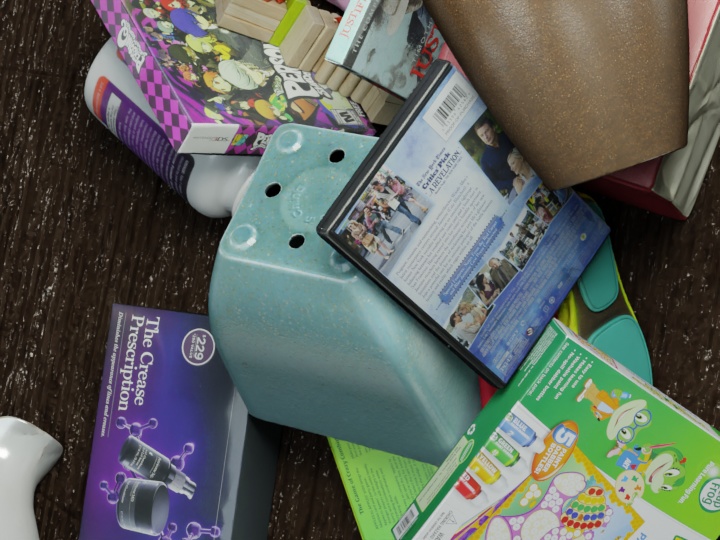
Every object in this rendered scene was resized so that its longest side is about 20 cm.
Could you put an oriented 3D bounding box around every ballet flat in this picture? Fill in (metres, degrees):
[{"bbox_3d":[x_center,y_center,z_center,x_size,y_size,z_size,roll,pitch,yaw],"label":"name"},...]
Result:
[{"bbox_3d":[0.170,0.033,1.243,0.067,0.067,0.200,8,119,57],"label":"ballet flat"}]

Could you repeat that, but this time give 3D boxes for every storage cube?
[{"bbox_3d":[0.174,-0.151,1.210,0.180,0.171,0.200,20,91,21],"label":"storage cube"}]

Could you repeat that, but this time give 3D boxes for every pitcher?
[{"bbox_3d":[-0.339,0.242,1.383,0.171,0.121,0.200,-27,41,34],"label":"pitcher"}]

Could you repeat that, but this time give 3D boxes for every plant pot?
[{"bbox_3d":[0.135,-0.160,1.056,0.187,0.187,0.200,-18,93,19],"label":"plant pot"},{"bbox_3d":[0.000,0.000,1.207,0.196,0.200,0.197,12,65,26],"label":"plant pot"}]

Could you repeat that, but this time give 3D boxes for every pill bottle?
[{"bbox_3d":[-0.124,-0.114,1.354,0.200,0.111,0.111,42,100,20],"label":"pill bottle"}]

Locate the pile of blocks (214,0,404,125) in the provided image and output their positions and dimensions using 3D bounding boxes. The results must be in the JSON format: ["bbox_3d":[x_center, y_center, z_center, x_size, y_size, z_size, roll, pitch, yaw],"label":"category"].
[{"bbox_3d":[-0.023,-0.192,1.309,0.200,0.082,0.062,32,124,-8],"label":"pile of blocks"}]

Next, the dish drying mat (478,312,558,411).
[{"bbox_3d":[0.111,0.028,1.191,0.018,0.077,0.200,27,134,46],"label":"dish drying mat"}]

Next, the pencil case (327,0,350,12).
[{"bbox_3d":[0.004,-0.247,1.335,0.200,0.087,0.088,35,97,22],"label":"pencil case"}]

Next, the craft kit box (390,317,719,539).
[{"bbox_3d":[0.159,0.168,1.193,0.197,0.049,0.200,33,99,-20],"label":"craft kit box"}]

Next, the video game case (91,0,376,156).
[{"bbox_3d":[-0.105,-0.170,1.300,0.036,0.181,0.200,-55,53,35],"label":"video game case"}]

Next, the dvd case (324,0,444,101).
[{"bbox_3d":[0.061,-0.195,1.243,0.022,0.200,0.146,27,94,34],"label":"dvd case"}]

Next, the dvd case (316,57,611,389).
[{"bbox_3d":[0.075,-0.027,1.114,0.143,0.200,0.018,-54,35,-8],"label":"dvd case"}]

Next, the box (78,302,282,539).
[{"bbox_3d":[-0.142,0.135,1.355,0.141,0.079,0.200,6,87,19],"label":"box"}]

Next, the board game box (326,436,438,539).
[{"bbox_3d":[0.041,0.162,1.295,0.101,0.048,0.200,-24,76,18],"label":"board game box"}]
